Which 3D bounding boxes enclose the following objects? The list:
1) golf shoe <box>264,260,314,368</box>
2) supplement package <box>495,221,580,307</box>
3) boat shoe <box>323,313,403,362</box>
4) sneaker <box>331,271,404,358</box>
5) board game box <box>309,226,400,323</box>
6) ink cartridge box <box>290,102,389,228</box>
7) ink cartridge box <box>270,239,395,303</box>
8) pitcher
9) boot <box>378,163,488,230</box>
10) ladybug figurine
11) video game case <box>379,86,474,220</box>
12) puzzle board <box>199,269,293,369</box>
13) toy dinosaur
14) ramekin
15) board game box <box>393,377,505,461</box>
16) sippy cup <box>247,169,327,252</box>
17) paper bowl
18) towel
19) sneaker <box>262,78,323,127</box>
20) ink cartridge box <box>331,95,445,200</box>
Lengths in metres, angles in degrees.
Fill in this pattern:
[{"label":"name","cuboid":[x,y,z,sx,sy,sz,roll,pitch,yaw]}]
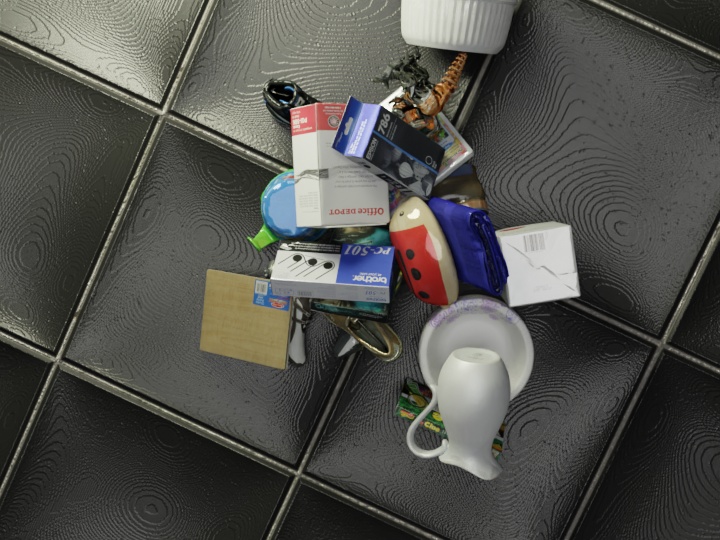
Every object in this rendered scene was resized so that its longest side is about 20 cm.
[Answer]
[{"label":"golf shoe","cuboid":[-0.110,0.074,1.775,0.094,0.078,0.201,-10,95,4]},{"label":"supplement package","cuboid":[0.293,-0.015,1.683,0.121,0.200,0.120,-9,94,4]},{"label":"boat shoe","cuboid":[-0.010,0.079,1.701,0.200,0.076,0.072,37,95,17]},{"label":"sneaker","cuboid":[0.001,0.065,1.779,0.084,0.074,0.200,35,92,16]},{"label":"board game box","cuboid":[0.000,0.000,1.714,0.135,0.200,0.028,9,137,7]},{"label":"ink cartridge box","cuboid":[-0.034,-0.173,1.650,0.146,0.083,0.201,-4,93,-37]},{"label":"ink cartridge box","cuboid":[-0.045,0.000,1.662,0.199,0.094,0.044,4,138,7]},{"label":"pitcher","cuboid":[0.163,0.233,1.656,0.171,0.121,0.201,7,105,16]},{"label":"boot","cuboid":[0.125,-0.128,1.764,0.199,0.075,0.097,-8,71,10]},{"label":"ladybug figurine","cuboid":[0.104,-0.024,1.671,0.072,0.136,0.201,-23,95,-14]},{"label":"video game case","cuboid":[0.069,-0.212,1.744,0.200,0.024,0.182,-38,72,5]},{"label":"puzzle board","cuboid":[-0.202,0.085,1.768,0.199,0.017,0.151,9,95,32]},{"label":"toy dinosaur","cuboid":[0.102,-0.301,1.678,0.200,0.102,0.136,-39,90,11]},{"label":"ramekin","cuboid":[0.160,-0.427,1.668,0.199,0.200,0.106,7,104,3]},{"label":"board game box","cuboid":[0.161,0.263,1.759,0.199,0.105,0.024,24,118,1]},{"label":"sippy cup","cuboid":[-0.117,-0.110,1.735,0.139,0.130,0.179,12,95,3]},{"label":"paper bowl","cuboid":[0.202,0.143,1.747,0.200,0.104,0.202,0,94,3]},{"label":"towel","cuboid":[0.174,-0.048,1.633,0.049,0.200,0.148,-23,108,-15]},{"label":"sneaker","cuboid":[-0.086,-0.268,1.716,0.199,0.112,0.073,25,85,10]},{"label":"ink cartridge box","cuboid":[0.050,-0.202,1.637,0.200,0.039,0.100,27,76,-33]}]
